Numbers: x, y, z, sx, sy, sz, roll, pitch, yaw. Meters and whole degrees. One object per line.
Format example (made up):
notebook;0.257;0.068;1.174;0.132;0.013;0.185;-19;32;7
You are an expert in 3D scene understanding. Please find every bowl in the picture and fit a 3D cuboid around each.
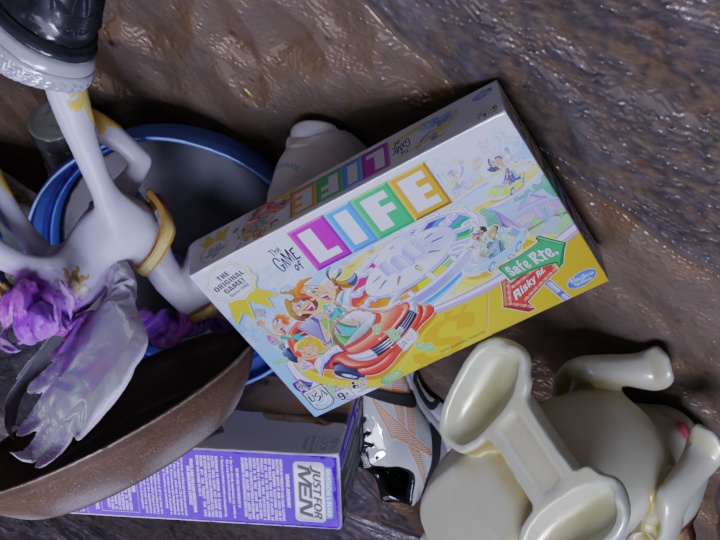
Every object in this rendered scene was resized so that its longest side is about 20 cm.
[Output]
bowl;-0.124;-0.007;0.854;0.200;0.039;0.201;3;122;5

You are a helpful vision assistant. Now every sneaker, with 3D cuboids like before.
sneaker;-0.188;-0.188;0.693;0.200;0.075;0.114;45;116;35
sneaker;0.000;0.000;0.809;0.070;0.080;0.200;-4;137;40
sneaker;0.007;0.101;0.951;0.074;0.080;0.200;-4;134;45

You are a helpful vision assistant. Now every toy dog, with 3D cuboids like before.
toy dog;0.147;0.140;0.804;0.140;0.200;0.194;48;121;35

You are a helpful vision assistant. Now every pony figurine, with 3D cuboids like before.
pony figurine;-0.166;0.004;0.750;0.200;0.193;0.167;50;166;-21

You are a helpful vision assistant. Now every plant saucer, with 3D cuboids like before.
plant saucer;-0.146;0.097;0.769;0.200;0.200;0.037;-13;107;49

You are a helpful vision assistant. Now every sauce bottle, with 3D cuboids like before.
sauce bottle;-0.191;-0.042;0.921;0.066;0.066;0.200;17;145;19

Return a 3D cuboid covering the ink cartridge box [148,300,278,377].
ink cartridge box;-0.094;0.083;0.969;0.094;0.044;0.200;-25;122;20

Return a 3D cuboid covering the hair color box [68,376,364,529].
hair color box;-0.103;0.122;0.888;0.200;0.109;0.065;3;113;7

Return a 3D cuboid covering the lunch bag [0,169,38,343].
lunch bag;-0.330;-0.012;0.935;0.200;0.164;0.118;30;139;45

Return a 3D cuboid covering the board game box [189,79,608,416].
board game box;0.022;-0.006;0.726;0.200;0.034;0.134;-27;125;17
